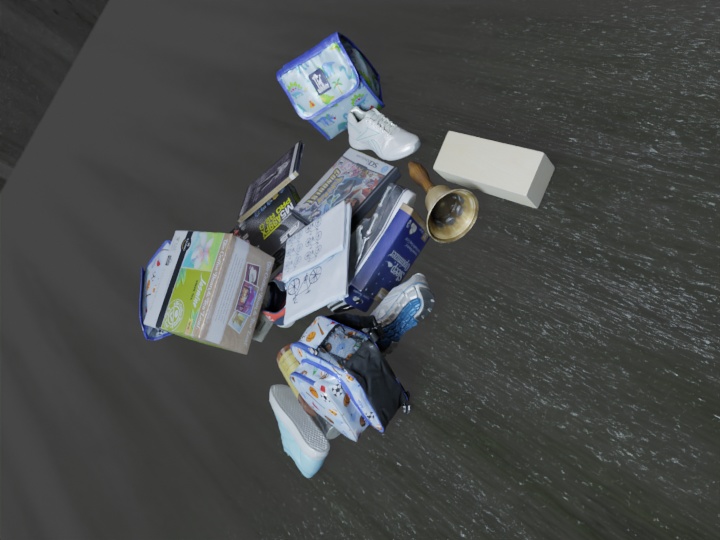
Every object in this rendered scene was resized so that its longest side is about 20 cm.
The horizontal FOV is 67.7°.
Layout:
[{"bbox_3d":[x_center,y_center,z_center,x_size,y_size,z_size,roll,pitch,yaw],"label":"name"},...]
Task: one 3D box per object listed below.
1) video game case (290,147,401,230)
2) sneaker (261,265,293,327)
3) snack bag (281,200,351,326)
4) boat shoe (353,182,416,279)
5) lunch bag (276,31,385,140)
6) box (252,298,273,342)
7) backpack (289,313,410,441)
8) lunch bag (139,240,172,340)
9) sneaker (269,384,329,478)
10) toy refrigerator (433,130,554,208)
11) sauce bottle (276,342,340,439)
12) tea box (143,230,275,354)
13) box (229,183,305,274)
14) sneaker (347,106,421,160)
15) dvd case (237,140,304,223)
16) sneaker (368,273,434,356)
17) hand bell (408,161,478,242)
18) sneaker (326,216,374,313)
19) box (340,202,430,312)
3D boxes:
[{"bbox_3d":[-0.035,-0.159,1.117,0.200,0.026,0.180,-47,42,-8],"label":"video game case"},{"bbox_3d":[-0.148,0.014,1.130,0.073,0.084,0.206,9,76,37],"label":"sneaker"},{"bbox_3d":[-0.087,-0.010,1.012,0.186,0.021,0.206,-26,51,38],"label":"snack bag"},{"bbox_3d":[0.030,-0.070,1.001,0.066,0.072,0.204,28,87,18],"label":"boat shoe"},{"bbox_3d":[-0.063,-0.407,1.176,0.166,0.199,0.131,-23,58,24],"label":"lunch bag"},{"bbox_3d":[-0.279,0.065,1.198,0.198,0.094,0.079,35,91,41],"label":"box"},{"bbox_3d":[-0.031,0.173,0.905,0.153,0.204,0.189,-37,35,-21],"label":"backpack"},{"bbox_3d":[-0.483,0.056,1.335,0.199,0.122,0.175,-38,52,34],"label":"lunch bag"},{"bbox_3d":[-0.130,0.299,1.005,0.200,0.072,0.084,46,116,49],"label":"sneaker"},{"bbox_3d":[0.233,-0.180,0.952,0.197,0.069,0.078,26,92,41],"label":"toy refrigerator"},{"bbox_3d":[-0.093,0.226,1.015,0.066,0.066,0.201,-46,53,9],"label":"sauce bottle"},{"bbox_3d":[-0.301,0.040,1.079,0.192,0.133,0.207,4,73,36],"label":"tea box"},{"bbox_3d":[-0.209,-0.087,1.243,0.199,0.044,0.163,-40,51,15],"label":"box"},{"bbox_3d":[0.040,-0.287,1.117,0.197,0.082,0.070,25,55,38],"label":"sneaker"},{"bbox_3d":[-0.211,-0.211,1.275,0.198,0.016,0.151,-35,31,25],"label":"dvd case"},{"bbox_3d":[0.057,0.082,0.976,0.199,0.075,0.087,-41,19,23],"label":"sneaker"},{"bbox_3d":[0.132,-0.153,1.016,0.104,0.104,0.202,-42,40,12],"label":"hand bell"},{"bbox_3d":[0.000,0.000,1.054,0.201,0.075,0.115,-48,68,5],"label":"sneaker"},{"bbox_3d":[0.051,-0.011,0.974,0.032,0.121,0.203,35,93,29],"label":"box"}]
